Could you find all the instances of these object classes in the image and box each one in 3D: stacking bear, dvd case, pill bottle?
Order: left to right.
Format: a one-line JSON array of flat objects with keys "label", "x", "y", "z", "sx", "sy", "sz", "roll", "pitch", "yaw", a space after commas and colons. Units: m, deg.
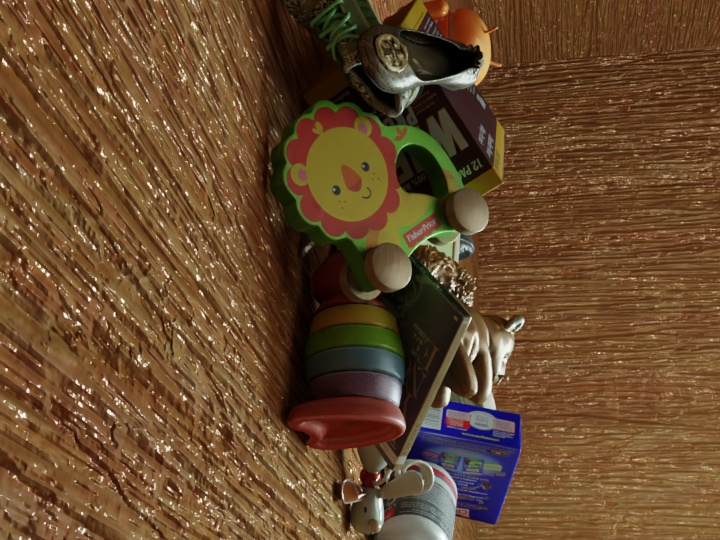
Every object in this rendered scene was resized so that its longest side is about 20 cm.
[{"label": "stacking bear", "x": -0.011, "y": 0.071, "z": 0.957, "sx": 0.122, "sy": 0.112, "sz": 0.202, "roll": 65, "pitch": 22, "yaw": -63}, {"label": "dvd case", "x": 0.038, "y": 0.090, "z": 0.989, "sx": 0.149, "sy": 0.016, "sz": 0.202, "roll": 50, "pitch": -53, "yaw": 45}, {"label": "pill bottle", "x": 0.077, "y": 0.373, "z": 1.307, "sx": 0.200, "sy": 0.109, "sz": 0.112, "roll": -66, "pitch": 152, "yaw": -65}]

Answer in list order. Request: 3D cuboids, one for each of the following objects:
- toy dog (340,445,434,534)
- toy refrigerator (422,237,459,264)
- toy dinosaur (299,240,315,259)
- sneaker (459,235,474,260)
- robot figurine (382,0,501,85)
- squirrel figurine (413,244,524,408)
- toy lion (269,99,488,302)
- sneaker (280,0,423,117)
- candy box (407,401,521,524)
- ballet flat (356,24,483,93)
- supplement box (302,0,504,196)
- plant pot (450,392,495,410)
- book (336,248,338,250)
[{"label": "toy dog", "x": 0.029, "y": 0.230, "z": 1.099, "sx": 0.096, "sy": 0.131, "sz": 0.202, "roll": -139, "pitch": -149, "yaw": -65}, {"label": "toy refrigerator", "x": 0.088, "y": -0.021, "z": 1.241, "sx": 0.076, "sy": 0.070, "sz": 0.201, "roll": 37, "pitch": 41, "yaw": -26}, {"label": "toy dinosaur", "x": -0.029, "y": -0.079, "z": 1.035, "sx": 0.200, "sy": 0.047, "sz": 0.089, "roll": -47, "pitch": 140, "yaw": -69}, {"label": "sneaker", "x": 0.098, "y": -0.007, "z": 1.379, "sx": 0.060, "sy": 0.198, "sz": 0.105, "roll": -47, "pitch": -133, "yaw": 44}, {"label": "robot figurine", "x": 0.099, "y": -0.309, "z": 1.306, "sx": 0.117, "sy": 0.197, "sz": 0.146, "roll": -56, "pitch": 141, "yaw": -70}, {"label": "squirrel figurine", "x": 0.110, "y": 0.058, "z": 1.074, "sx": 0.185, "sy": 0.141, "sz": 0.202, "roll": -3, "pitch": 75, "yaw": -46}, {"label": "toy lion", "x": 0.011, "y": -0.083, "z": 0.908, "sx": 0.199, "sy": 0.068, "sz": 0.193, "roll": -33, "pitch": 97, "yaw": -34}, {"label": "sneaker", "x": -0.010, "y": -0.226, "z": 0.883, "sx": 0.200, "sy": 0.077, "sz": 0.089, "roll": 44, "pitch": 20, "yaw": -19}, {"label": "candy box", "x": 0.151, "y": 0.298, "z": 1.432, "sx": 0.077, "sy": 0.167, "sz": 0.202, "roll": -76, "pitch": 175, "yaw": -48}, {"label": "ballet flat", "x": 0.066, "y": -0.205, "z": 0.888, "sx": 0.199, "sy": 0.046, "sz": 0.068, "roll": -8, "pitch": 85, "yaw": -54}, {"label": "supplement box", "x": 0.060, "y": -0.179, "z": 1.059, "sx": 0.201, "sy": 0.132, "sz": 0.198, "roll": 53, "pitch": 22, "yaw": -15}, {"label": "plant pot", "x": 0.123, "y": 0.212, "z": 1.505, "sx": 0.201, "sy": 0.092, "sz": 0.203, "roll": 42, "pitch": -35, "yaw": 39}, {"label": "book", "x": 0.000, "y": 0.000, "z": 1.158, "sx": 0.201, "sy": 0.047, "sz": 0.135, "roll": -80, "pitch": 163, "yaw": -51}]
